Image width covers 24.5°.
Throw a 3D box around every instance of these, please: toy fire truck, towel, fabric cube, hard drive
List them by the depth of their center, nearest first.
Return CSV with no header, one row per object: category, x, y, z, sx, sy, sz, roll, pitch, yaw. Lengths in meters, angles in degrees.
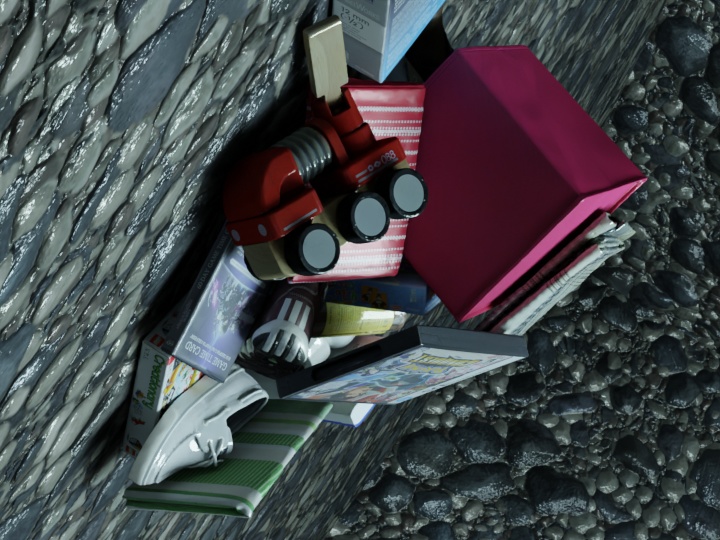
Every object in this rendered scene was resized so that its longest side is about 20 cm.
toy fire truck,-0.045,-0.111,1.491,0.176,0.200,0.129,-33,-166,-32
towel,-0.006,-0.088,1.610,0.144,0.022,0.200,-4,108,-38
towel,-0.135,0.189,1.701,0.200,0.152,0.023,-49,133,-55
fabric cube,0.140,-0.096,1.720,0.196,0.199,0.200,-47,166,26
towel,0.217,0.015,1.794,0.200,0.035,0.193,-43,167,12
hard drive,-0.053,0.119,1.927,0.132,0.200,0.025,-50,131,-37

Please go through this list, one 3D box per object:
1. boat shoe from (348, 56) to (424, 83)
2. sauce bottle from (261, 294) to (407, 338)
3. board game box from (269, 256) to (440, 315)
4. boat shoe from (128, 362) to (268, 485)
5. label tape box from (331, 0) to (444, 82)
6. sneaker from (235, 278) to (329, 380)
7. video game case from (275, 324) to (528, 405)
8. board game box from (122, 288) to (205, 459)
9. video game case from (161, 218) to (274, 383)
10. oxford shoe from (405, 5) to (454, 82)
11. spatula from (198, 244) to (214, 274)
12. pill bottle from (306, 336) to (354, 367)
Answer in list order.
boat shoe,0.034,-0.191,1.714,0.075,0.068,0.200,-57,170,-6
sauce bottle,-0.045,0.042,1.810,0.200,0.065,0.065,-2,133,-33
board game box,0.000,0.000,1.777,0.151,0.200,0.037,-37,132,-64
boat shoe,-0.158,0.163,1.666,0.072,0.068,0.200,-63,169,30
label tape box,0.038,-0.282,1.484,0.143,0.066,0.200,-54,166,-22
sneaker,-0.071,0.047,1.697,0.116,0.076,0.200,-68,-170,-16
video game case,0.045,0.099,1.685,0.181,0.026,0.200,-23,162,33
board game box,-0.180,0.095,1.657,0.126,0.035,0.200,-51,168,-37
video game case,-0.115,0.003,1.584,0.200,0.019,0.143,-63,160,-6
oxford shoe,0.077,-0.231,1.761,0.073,0.084,0.200,-53,167,-17
spatula,-0.101,-0.056,1.615,0.200,0.021,0.057,-48,160,-37
pill bottle,-0.029,0.020,1.923,0.200,0.109,0.110,-50,168,-23
